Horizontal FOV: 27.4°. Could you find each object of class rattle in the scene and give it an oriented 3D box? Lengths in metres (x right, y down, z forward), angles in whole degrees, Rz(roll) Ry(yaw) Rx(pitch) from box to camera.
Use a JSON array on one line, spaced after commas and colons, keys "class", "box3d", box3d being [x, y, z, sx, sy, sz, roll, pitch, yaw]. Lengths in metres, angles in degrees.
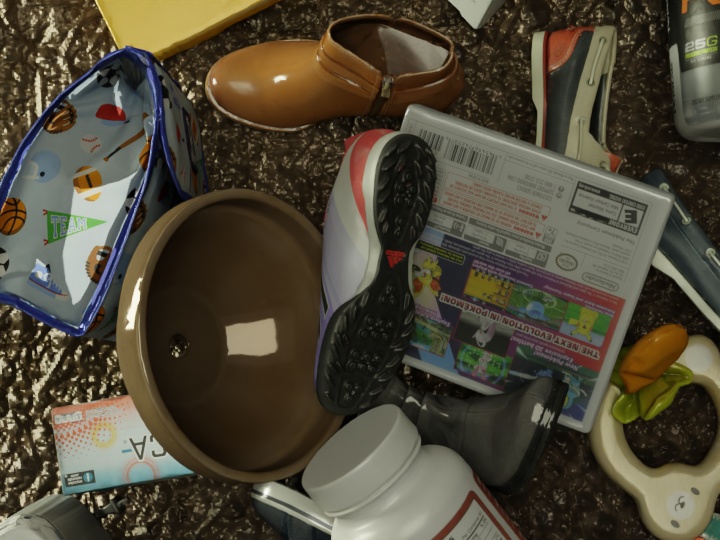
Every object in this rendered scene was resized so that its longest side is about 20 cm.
[{"class": "rattle", "box3d": [0.246, 0.144, 1.072, 0.129, 0.143, 0.201, -5, 80, -17]}]

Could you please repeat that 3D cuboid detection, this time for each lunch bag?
[{"class": "lunch bag", "box3d": [-0.181, -0.054, 1.077, 0.123, 0.170, 0.201, 22, 86, 5]}]

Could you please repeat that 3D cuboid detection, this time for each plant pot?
[{"class": "plant pot", "box3d": [-0.102, 0.048, 1.028, 0.092, 0.200, 0.202, -9, 85, 43]}]

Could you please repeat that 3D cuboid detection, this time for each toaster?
[{"class": "toaster", "box3d": [-0.252, 0.244, 1.082, 0.200, 0.129, 0.114, -38, 87, -1]}]

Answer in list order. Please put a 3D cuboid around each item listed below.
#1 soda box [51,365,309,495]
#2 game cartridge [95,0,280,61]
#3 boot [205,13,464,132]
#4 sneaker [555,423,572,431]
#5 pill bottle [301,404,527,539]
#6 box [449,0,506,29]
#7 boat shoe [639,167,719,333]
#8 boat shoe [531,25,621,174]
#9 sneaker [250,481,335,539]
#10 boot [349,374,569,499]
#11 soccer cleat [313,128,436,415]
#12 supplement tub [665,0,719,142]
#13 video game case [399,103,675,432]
[{"class": "soda box", "box3d": [-0.127, 0.120, 1.118, 0.199, 0.064, 0.069, -9, 85, 2]}, {"class": "game cartridge", "box3d": [-0.129, -0.277, 1.162, 0.199, 0.032, 0.177, -26, 86, 2]}, {"class": "boot", "box3d": [-0.023, -0.151, 1.085, 0.199, 0.155, 0.074, -1, 85, 1]}, {"class": "sneaker", "box3d": [0.114, 0.028, 1.103, 0.090, 0.066, 0.200, -42, 84, 29]}, {"class": "pill bottle", "box3d": [0.052, 0.194, 1.013, 0.112, 0.112, 0.200, -38, 103, -1]}, {"class": "box", "box3d": [0.074, -0.316, 1.060, 0.199, 0.200, 0.131, 43, 74, 4]}, {"class": "boat shoe", "box3d": [0.275, 0.007, 1.111, 0.062, 0.075, 0.200, -46, 77, 10]}, {"class": "boat shoe", "box3d": [0.166, -0.088, 1.115, 0.062, 0.071, 0.201, -3, 79, 16]}, {"class": "sneaker", "box3d": [-0.005, 0.230, 1.100, 0.199, 0.078, 0.080, 30, 82, 2]}, {"class": "boot", "box3d": [0.060, 0.105, 1.050, 0.131, 0.200, 0.070, 30, 60, 0]}, {"class": "soccer cleat", "box3d": [0.000, 0.000, 1.037, 0.068, 0.073, 0.201, 9, 94, -35]}, {"class": "supplement tub", "box3d": [0.288, -0.202, 1.096, 0.122, 0.123, 0.201, -4, 86, 1]}, {"class": "video game case", "box3d": [0.101, -0.002, 1.059, 0.199, 0.023, 0.183, 20, 105, 11]}]
